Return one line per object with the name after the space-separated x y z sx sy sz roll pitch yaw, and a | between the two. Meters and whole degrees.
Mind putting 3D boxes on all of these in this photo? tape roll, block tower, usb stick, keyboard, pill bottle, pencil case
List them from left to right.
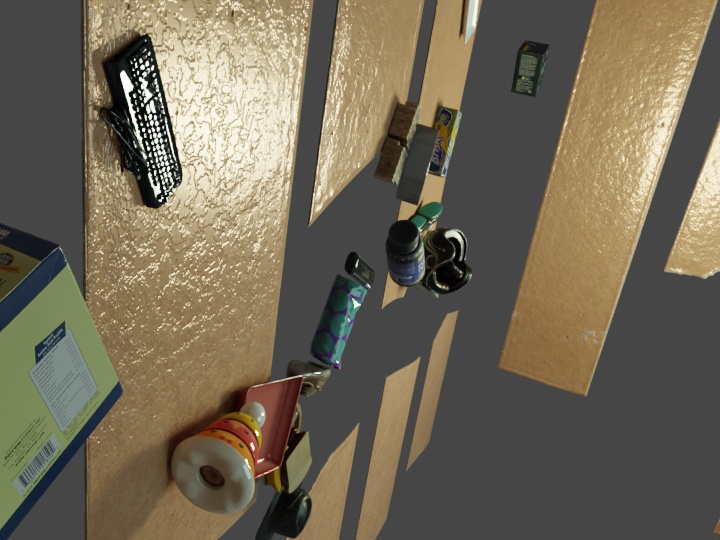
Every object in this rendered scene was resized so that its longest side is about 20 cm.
-0.240 -0.155 0.790 0.203 0.039 0.105 87 25 -45 | keyboard
-0.049 0.116 1.573 0.092 0.084 0.205 32 74 -43 | pencil case
0.000 0.000 1.714 0.200 0.032 0.057 40 61 -72 | usb stick
0.092 -0.311 1.680 0.058 0.053 0.205 47 62 -70 | block tower
0.127 -0.050 1.936 0.202 0.109 0.114 78 33 -58 | pill bottle
0.149 -0.278 1.795 0.200 0.064 0.206 17 89 -88 | tape roll

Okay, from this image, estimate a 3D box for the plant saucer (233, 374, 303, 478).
-0.197 0.305 1.329 0.198 0.036 0.206 2 105 -64 | plant saucer

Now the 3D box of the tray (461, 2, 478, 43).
0.329 -0.796 2.034 0.204 0.022 0.108 90 24 -44 | tray

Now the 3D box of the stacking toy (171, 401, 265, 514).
-0.215 0.288 1.149 0.201 0.142 0.150 -62 162 -61 | stacking toy

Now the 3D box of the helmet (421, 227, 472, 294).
0.269 -0.040 2.263 0.194 0.194 0.204 -103 -170 -47 | helmet

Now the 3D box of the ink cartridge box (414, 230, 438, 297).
0.262 -0.023 2.434 0.145 0.085 0.205 42 67 -72 | ink cartridge box

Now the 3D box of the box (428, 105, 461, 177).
0.251 -0.392 2.092 0.070 0.063 0.206 -10 115 -71 | box

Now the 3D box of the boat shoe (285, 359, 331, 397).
-0.116 0.243 1.503 0.074 0.074 0.200 -69 161 -3 | boat shoe

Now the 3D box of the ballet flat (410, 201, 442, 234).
0.194 -0.153 2.148 0.199 0.067 0.070 -38 152 -47 | ballet flat

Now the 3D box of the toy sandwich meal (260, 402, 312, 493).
-0.159 0.395 1.510 0.205 0.068 0.211 17 89 -73 | toy sandwich meal

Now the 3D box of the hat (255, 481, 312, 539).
-0.163 0.574 1.617 0.203 0.079 0.203 -57 163 -28 | hat

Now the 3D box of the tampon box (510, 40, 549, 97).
0.793 -0.946 3.198 0.151 0.123 0.204 -54 154 -48 | tampon box

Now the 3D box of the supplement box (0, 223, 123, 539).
-0.332 0.095 0.568 0.203 0.131 0.202 89 25 -45 | supplement box
